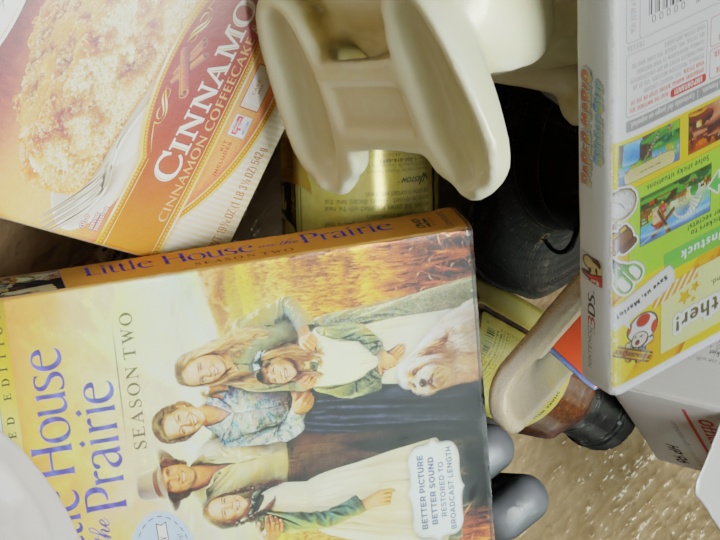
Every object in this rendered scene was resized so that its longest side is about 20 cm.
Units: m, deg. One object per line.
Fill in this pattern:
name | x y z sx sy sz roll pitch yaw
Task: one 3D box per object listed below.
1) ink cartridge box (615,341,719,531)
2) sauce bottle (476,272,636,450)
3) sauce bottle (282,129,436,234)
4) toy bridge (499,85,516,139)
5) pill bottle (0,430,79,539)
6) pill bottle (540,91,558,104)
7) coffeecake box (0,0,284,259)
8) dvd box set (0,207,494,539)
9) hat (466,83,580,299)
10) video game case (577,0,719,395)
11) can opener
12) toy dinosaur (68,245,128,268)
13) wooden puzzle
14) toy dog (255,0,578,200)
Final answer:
ink cartridge box | 0.186 0.033 1.279 0.200 0.068 0.116 -68 152 -17
sauce bottle | 0.074 0.048 1.226 0.200 0.066 0.066 31 91 -51
sauce bottle | 0.000 0.000 1.027 0.065 0.065 0.200 -6 98 -45
toy bridge | -0.009 -0.067 1.088 0.200 0.027 0.067 -18 125 -39
pill bottle | -0.204 0.141 0.909 0.200 0.111 0.111 -37 147 22
pill bottle | 0.143 -0.157 1.086 0.200 0.113 0.113 -53 145 -32
coffeecake box | -0.108 -0.097 0.924 0.200 0.073 0.154 16 103 -50
dvd box set | -0.050 0.061 0.970 0.200 0.029 0.146 -8 108 -12
hat | 0.133 -0.061 1.174 0.201 0.081 0.201 -36 137 -43
video game case | 0.160 -0.069 0.915 0.200 0.023 0.182 -26 130 -29
can opener | 0.044 0.085 1.125 0.066 0.200 0.053 -37 95 -8
toy dinosaur | -0.095 0.091 1.025 0.060 0.106 0.200 44 51 -73
wooden puzzle | 0.137 -0.023 1.034 0.200 0.046 0.185 -55 173 15
toy dog | 0.064 -0.134 0.934 0.200 0.140 0.194 -26 97 -28
